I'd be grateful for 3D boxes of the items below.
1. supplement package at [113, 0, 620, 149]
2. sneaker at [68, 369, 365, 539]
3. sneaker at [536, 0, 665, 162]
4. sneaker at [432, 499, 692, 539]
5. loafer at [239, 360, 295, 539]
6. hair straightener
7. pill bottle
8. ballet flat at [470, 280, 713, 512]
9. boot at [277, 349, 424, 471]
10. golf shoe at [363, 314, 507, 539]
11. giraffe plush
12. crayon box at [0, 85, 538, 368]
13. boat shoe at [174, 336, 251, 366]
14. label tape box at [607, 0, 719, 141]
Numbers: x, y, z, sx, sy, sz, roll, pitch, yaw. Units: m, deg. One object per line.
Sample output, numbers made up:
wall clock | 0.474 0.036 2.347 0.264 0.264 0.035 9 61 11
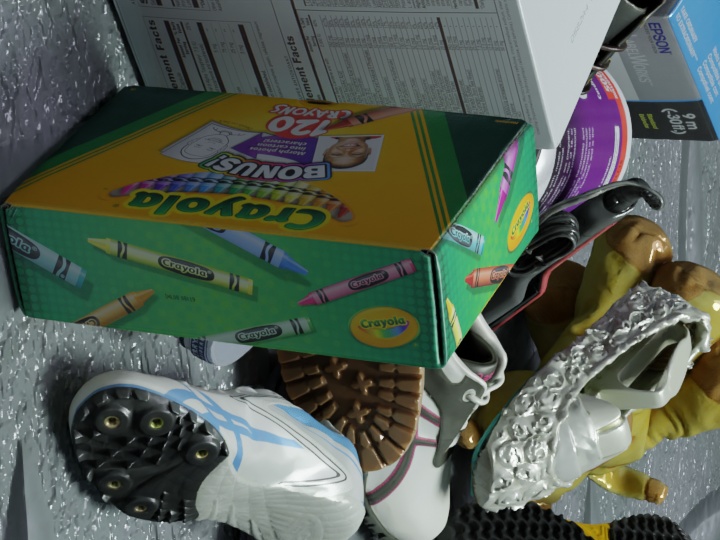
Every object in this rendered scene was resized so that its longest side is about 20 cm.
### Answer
supplement package | 0.003 -0.163 1.144 0.151 0.200 0.152 71 32 -41
sneaker | -0.070 0.081 1.189 0.200 0.072 0.073 29 34 -51
sneaker | 0.085 -0.099 1.268 0.075 0.106 0.200 29 72 -32
sneaker | 0.117 0.194 1.526 0.200 0.070 0.090 8 129 -35
loafer | -0.029 0.139 1.295 0.072 0.063 0.200 46 53 -58
hair straightener | 0.091 0.001 1.412 0.077 0.200 0.041 -18 80 -47
pill bottle | 0.074 -0.075 1.432 0.200 0.112 0.113 -10 103 -66
ballet flat | 0.140 0.072 1.460 0.200 0.072 0.072 -44 135 -37
boot | 0.000 0.000 1.299 0.107 0.075 0.201 -12 92 -73
golf shoe | 0.036 0.075 1.407 0.077 0.088 0.200 -55 144 -52
giraffe plush | 0.134 0.081 1.592 0.162 0.173 0.200 -24 152 -52
crayon box | -0.037 -0.022 1.079 0.119 0.200 0.058 -52 142 -52
boat shoe | -0.031 -0.044 1.195 0.200 0.065 0.074 -46 158 -29
label tape box | 0.175 -0.140 1.539 0.143 0.200 0.066 55 46 -55
